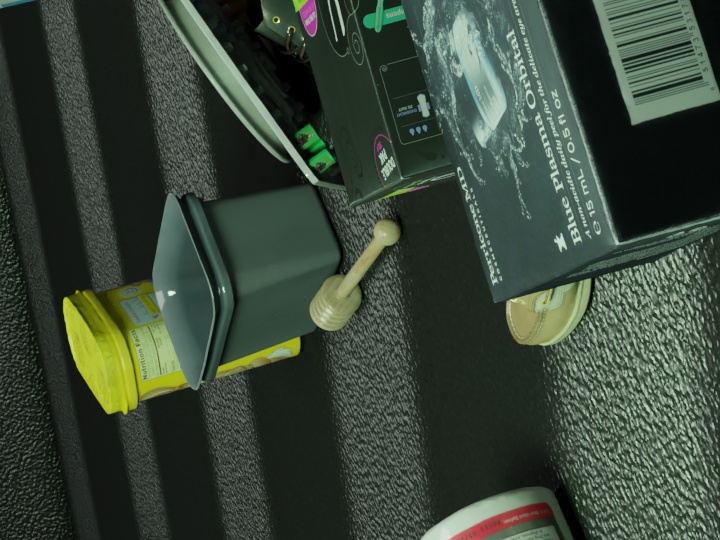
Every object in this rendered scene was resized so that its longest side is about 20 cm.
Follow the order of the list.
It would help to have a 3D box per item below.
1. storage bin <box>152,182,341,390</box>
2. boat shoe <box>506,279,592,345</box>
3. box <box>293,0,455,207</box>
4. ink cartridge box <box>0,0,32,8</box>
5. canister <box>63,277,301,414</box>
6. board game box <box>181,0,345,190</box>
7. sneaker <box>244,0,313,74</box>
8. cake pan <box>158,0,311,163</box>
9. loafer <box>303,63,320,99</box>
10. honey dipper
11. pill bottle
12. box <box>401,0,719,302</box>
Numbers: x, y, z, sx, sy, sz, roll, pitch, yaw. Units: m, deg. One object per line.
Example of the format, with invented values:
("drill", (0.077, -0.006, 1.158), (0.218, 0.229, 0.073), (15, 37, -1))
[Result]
("storage bin", (-0.104, -0.003, 1.926), (0.200, 0.133, 0.146), (111, 139, -60))
("boat shoe", (0.113, -0.017, 1.380), (0.201, 0.066, 0.074), (99, 151, -51))
("box", (0.037, -0.159, 1.389), (0.148, 0.123, 0.202), (160, 93, -76))
("ink cartridge box", (-0.488, -0.431, 2.724), (0.200, 0.128, 0.126), (-129, 30, -53))
("canister", (-0.173, 0.056, 2.070), (0.149, 0.199, 0.087), (-135, 34, -57))
("board game box", (-0.069, -0.152, 1.642), (0.201, 0.026, 0.200), (54, -173, 4))
("sneaker", (-0.023, -0.157, 1.603), (0.075, 0.105, 0.202), (164, 91, -72))
("cake pan", (-0.107, -0.183, 1.805), (0.201, 0.037, 0.200), (53, -173, -10))
("loafer", (-0.060, -0.225, 1.715), (0.070, 0.069, 0.201), (120, 132, -66))
("honey dipper", (0.000, 0.000, 1.788), (0.038, 0.038, 0.200), (69, 157, 15))
("pill bottle", (0.124, 0.265, 1.503), (0.111, 0.110, 0.201), (112, 139, -62))
("box", (0.127, -0.101, 1.195), (0.200, 0.117, 0.198), (147, 107, -72))
